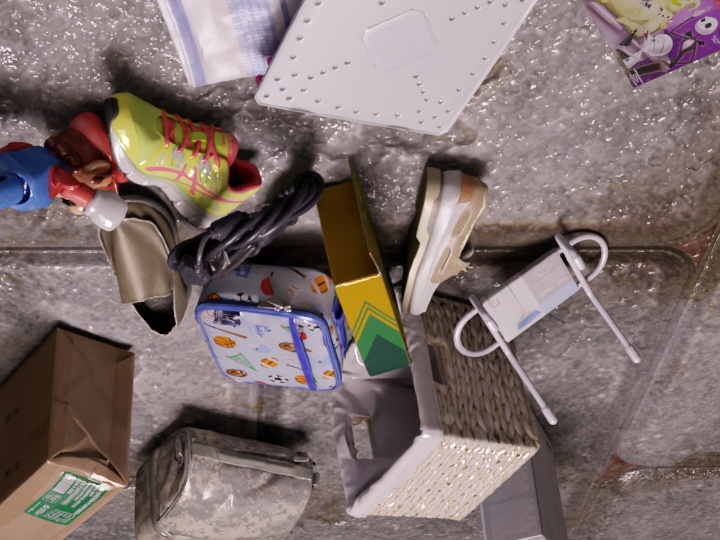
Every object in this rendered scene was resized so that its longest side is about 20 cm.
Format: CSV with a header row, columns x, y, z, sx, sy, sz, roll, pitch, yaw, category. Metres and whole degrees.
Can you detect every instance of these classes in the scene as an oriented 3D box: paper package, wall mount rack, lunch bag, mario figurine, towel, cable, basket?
x,y,z,sx,sy,sz,roll,pitch,yaw,category
-0.353,0.198,1.500,0.103,0.192,0.200,23,134,-32,paper package
0.208,0.060,1.410,0.199,0.075,0.174,-35,125,2,wall mount rack
-0.089,0.063,1.418,0.158,0.076,0.201,7,152,10,lunch bag
-0.172,0.281,1.671,0.198,0.141,0.168,17,139,-27,lunch bag
-0.290,-0.068,1.182,0.199,0.124,0.106,-20,167,-39,mario figurine
-0.071,-0.222,1.116,0.197,0.024,0.148,-8,144,4,towel
-0.112,-0.042,1.274,0.162,0.051,0.200,-36,-179,-14,cable
0.080,0.157,1.492,0.159,0.200,0.200,9,140,-24,basket

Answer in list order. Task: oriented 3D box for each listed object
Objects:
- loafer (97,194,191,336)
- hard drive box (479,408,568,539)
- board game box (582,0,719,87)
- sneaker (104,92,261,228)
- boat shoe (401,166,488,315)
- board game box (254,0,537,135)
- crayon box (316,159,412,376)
x,y,z,sx,sy,sz,roll,pitch,yaw,category
-0.219,-0.002,1.350,0.074,0.070,0.201,-11,143,8,loafer
0.205,0.284,1.663,0.076,0.202,0.156,-15,141,16,hard drive box
0.251,-0.247,1.115,0.119,0.033,0.200,-26,138,19,board game box
-0.162,-0.114,1.211,0.089,0.079,0.200,-20,152,20,sneaker
0.084,-0.022,1.353,0.067,0.075,0.201,6,141,-5,boat shoe
0.031,-0.205,1.118,0.198,0.026,0.201,6,140,-28,board game box
0.000,0.000,1.328,0.050,0.128,0.201,-15,141,3,crayon box
